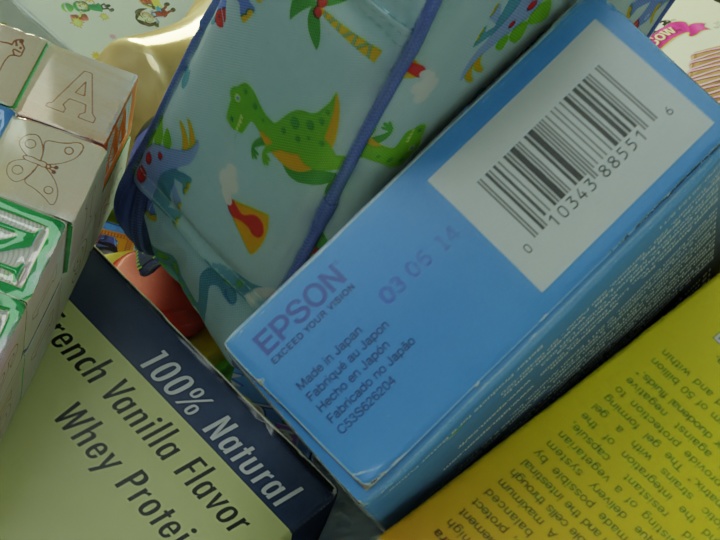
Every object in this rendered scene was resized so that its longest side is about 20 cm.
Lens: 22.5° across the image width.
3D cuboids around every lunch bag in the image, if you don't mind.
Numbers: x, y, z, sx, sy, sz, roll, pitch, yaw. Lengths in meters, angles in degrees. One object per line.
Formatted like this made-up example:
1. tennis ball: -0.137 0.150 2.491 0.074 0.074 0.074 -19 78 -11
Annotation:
1. lunch bag: 0.022 -0.066 0.559 0.160 0.200 0.083 -23 63 -41

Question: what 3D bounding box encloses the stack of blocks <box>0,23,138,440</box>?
1. stack of blocks: -0.151 0.014 0.503 0.115 0.059 0.201 21 55 0

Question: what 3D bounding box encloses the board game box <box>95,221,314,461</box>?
1. board game box: -0.111 0.038 0.741 0.199 0.037 0.152 16 38 -1

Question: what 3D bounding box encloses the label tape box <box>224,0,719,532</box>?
1. label tape box: 0.047 0.019 0.571 0.144 0.200 0.063 -44 71 -5

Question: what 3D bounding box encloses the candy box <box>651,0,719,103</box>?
1. candy box: 0.165 -0.071 0.890 0.136 0.061 0.200 -25 33 -20

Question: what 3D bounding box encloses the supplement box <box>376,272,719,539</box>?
1. supplement box: 0.098 0.094 0.561 0.200 0.109 0.110 -33 67 -32

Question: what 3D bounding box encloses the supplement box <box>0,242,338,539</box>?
1. supplement box: -0.153 0.088 0.573 0.200 0.134 0.200 43 58 15

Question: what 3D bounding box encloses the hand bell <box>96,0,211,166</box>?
1. hand bell: -0.116 -0.059 0.689 0.199 0.105 0.104 -11 24 -42

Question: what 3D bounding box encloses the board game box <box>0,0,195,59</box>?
1. board game box: -0.105 -0.105 0.873 0.064 0.148 0.200 42 46 6

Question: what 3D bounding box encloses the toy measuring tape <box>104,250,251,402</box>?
1. toy measuring tape: -0.104 0.004 0.703 0.073 0.074 0.200 -30 58 -29

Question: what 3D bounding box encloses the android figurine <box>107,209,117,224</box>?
1. android figurine: -0.105 -0.029 0.928 0.181 0.041 0.200 13 38 34

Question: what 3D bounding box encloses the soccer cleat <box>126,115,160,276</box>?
1. soccer cleat: -0.001 0.000 0.686 0.065 0.199 0.084 -34 44 48
